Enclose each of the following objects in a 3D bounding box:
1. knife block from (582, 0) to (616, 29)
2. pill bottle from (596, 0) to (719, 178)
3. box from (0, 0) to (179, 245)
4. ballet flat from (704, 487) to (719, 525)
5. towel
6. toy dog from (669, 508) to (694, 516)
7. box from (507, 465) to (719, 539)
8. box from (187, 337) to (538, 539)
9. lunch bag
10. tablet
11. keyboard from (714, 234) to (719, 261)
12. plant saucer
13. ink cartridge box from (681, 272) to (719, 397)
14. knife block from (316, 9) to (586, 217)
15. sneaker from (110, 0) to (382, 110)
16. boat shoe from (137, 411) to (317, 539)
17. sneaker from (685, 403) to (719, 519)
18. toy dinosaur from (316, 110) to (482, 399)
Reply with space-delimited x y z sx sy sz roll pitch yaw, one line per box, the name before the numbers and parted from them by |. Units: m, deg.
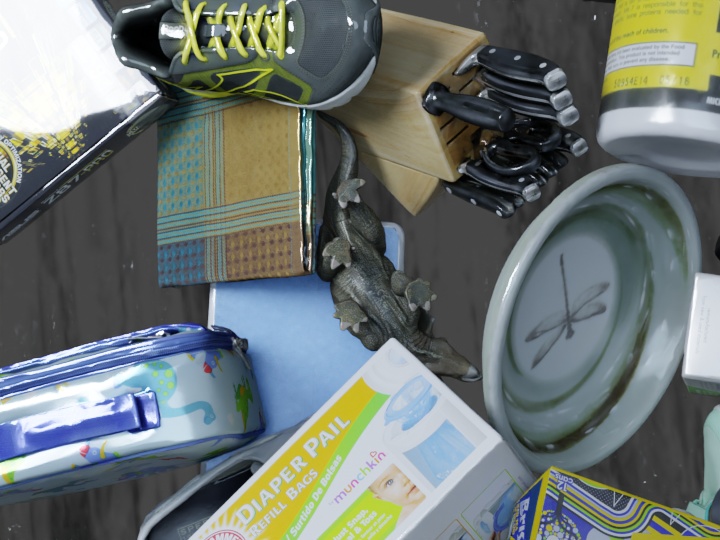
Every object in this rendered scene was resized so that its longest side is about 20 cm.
knife block | 0.245 -0.221 1.088 0.200 0.064 0.176 -39 85 -2
pill bottle | 0.210 -0.165 0.993 0.113 0.114 0.202 9 83 3
box | -0.240 -0.143 1.094 0.161 0.049 0.201 -36 84 7
ballet flat | 0.289 0.129 0.996 0.199 0.073 0.074 -13 82 -42
towel | -0.082 -0.093 1.069 0.146 0.022 0.202 -5 84 43
toy dog | 0.113 0.200 1.025 0.198 0.097 0.133 7 60 26
box | 0.180 0.180 0.915 0.198 0.064 0.071 20 61 -6
box | -0.001 0.160 0.975 0.200 0.101 0.112 -45 49 -6
lunch bag | -0.163 0.091 1.017 0.198 0.161 0.083 -15 84 8
tablet | -0.038 0.065 1.095 0.129 0.014 0.202 2 85 2
keyboard | 0.280 -0.050 1.017 0.104 0.200 0.040 40 46 8
plant saucer | 0.134 0.026 1.032 0.050 0.200 0.201 24 84 42
ink cartridge box | 0.303 0.053 1.015 0.198 0.117 0.068 8 83 15
knife block | 0.043 -0.116 1.019 0.064 0.176 0.200 -41 83 -23
sneaker | -0.072 -0.134 0.991 0.199 0.084 0.075 -1 89 44
boat shoe | -0.049 0.140 1.048 0.199 0.065 0.074 -31 84 -2
sneaker | 0.201 0.183 1.043 0.117 0.074 0.203 -1 86 -2
toy dinosaur | 0.000 0.000 1.048 0.077 0.102 0.201 -31 82 -10
